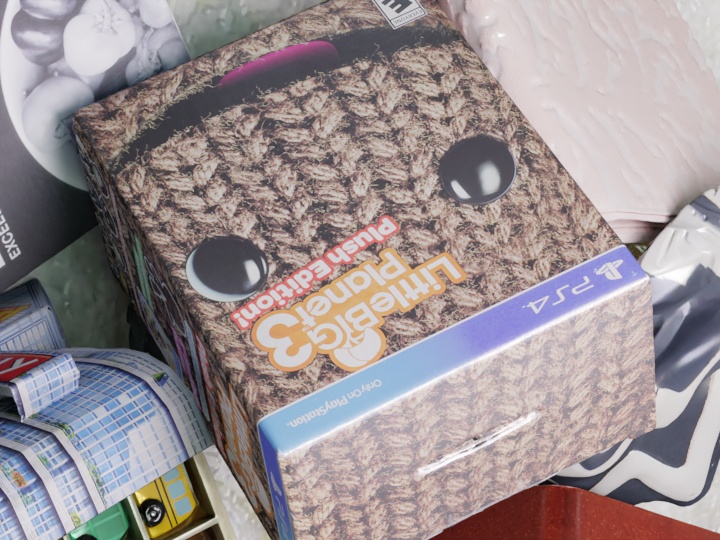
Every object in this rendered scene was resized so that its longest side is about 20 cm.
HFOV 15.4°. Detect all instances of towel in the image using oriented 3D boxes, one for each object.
[{"bbox_3d":[0.097,-0.101,1.181,0.190,0.032,0.201,3,58,-55],"label":"towel"}]

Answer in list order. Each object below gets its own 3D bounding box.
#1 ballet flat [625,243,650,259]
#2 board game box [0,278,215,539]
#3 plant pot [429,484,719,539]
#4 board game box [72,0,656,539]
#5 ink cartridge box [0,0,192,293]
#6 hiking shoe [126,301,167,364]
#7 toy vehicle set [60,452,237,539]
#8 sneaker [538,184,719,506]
[{"bbox_3d":[0.090,-0.058,1.257,0.072,0.068,0.200,-40,115,-2],"label":"ballet flat"},{"bbox_3d":[-0.163,0.066,1.061,0.199,0.199,0.062,-32,108,-39],"label":"board game box"},{"bbox_3d":[0.074,0.195,1.168,0.199,0.199,0.178,19,70,-42],"label":"plant pot"},{"bbox_3d":[0.000,0.000,1.060,0.159,0.200,0.097,-25,142,-13],"label":"board game box"},{"bbox_3d":[-0.171,-0.081,1.066,0.199,0.043,0.199,-36,130,-17],"label":"ink cartridge box"},{"bbox_3d":[-0.007,0.029,1.174,0.199,0.087,0.075,14,61,-32],"label":"hiking shoe"},{"bbox_3d":[-0.104,0.161,1.167,0.124,0.026,0.201,-27,104,-26],"label":"toy vehicle set"},{"bbox_3d":[0.149,0.038,1.156,0.199,0.130,0.080,-36,68,-14],"label":"sneaker"}]
